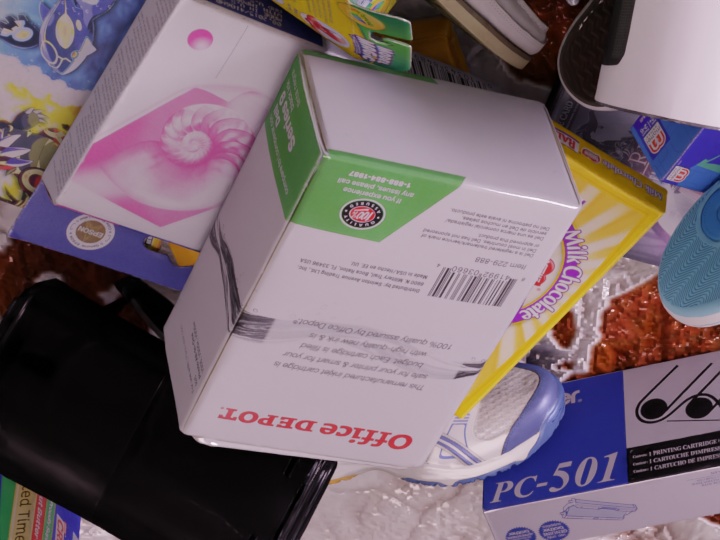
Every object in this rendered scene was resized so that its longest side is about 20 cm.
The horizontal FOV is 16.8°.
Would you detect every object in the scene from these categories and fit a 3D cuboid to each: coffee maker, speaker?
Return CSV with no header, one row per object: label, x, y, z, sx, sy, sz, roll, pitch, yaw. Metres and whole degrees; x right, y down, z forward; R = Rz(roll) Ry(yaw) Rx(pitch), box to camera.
coffee maker,-0.122,0.104,1.370,0.199,0.192,0.135,27,106,6
speaker,0.168,-0.170,1.143,0.081,0.081,0.202,10,98,-6

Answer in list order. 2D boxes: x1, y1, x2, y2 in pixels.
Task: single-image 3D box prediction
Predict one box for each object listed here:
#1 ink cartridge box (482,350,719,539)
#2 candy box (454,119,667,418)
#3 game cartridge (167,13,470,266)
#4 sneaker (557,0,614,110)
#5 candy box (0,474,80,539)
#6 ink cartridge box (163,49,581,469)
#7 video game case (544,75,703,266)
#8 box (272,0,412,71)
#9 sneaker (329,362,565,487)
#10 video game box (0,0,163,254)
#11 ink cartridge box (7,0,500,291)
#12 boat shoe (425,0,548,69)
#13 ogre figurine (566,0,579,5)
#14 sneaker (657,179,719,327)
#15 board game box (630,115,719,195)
ink cartridge box,0.173,0.104,1.452,0.199,0.094,0.044,-12,131,15
candy box,0.071,-0.002,1.344,0.102,0.027,0.200,27,130,-17
game cartridge,-0.020,-0.048,1.356,0.198,0.033,0.177,-11,128,16
sneaker,0.182,-0.165,1.236,0.200,0.073,0.084,-48,158,24
candy box,-0.281,0.189,1.509,0.198,0.170,0.077,-9,136,11
ink cartridge box,0.000,0.000,1.246,0.145,0.084,0.201,10,130,-25
video game case,0.193,-0.056,1.356,0.198,0.019,0.143,14,132,-10
box,-0.050,-0.171,1.151,0.200,0.117,0.048,38,85,5
sneaker,0.021,0.077,1.451,0.198,0.076,0.089,-9,132,11
video game box,-0.163,-0.120,1.279,0.181,0.047,0.201,20,128,-2
ink cartridge box,-0.056,-0.048,1.276,0.195,0.043,0.200,18,125,-26
boat shoe,0.041,-0.173,1.212,0.069,0.075,0.200,-50,134,2
ogre figurine,0.083,-0.211,1.147,0.097,0.120,0.201,2,134,1
sneaker,0.256,-0.018,1.229,0.200,0.080,0.130,-36,137,17
board game box,0.260,-0.093,1.244,0.199,0.045,0.152,11,129,-34
